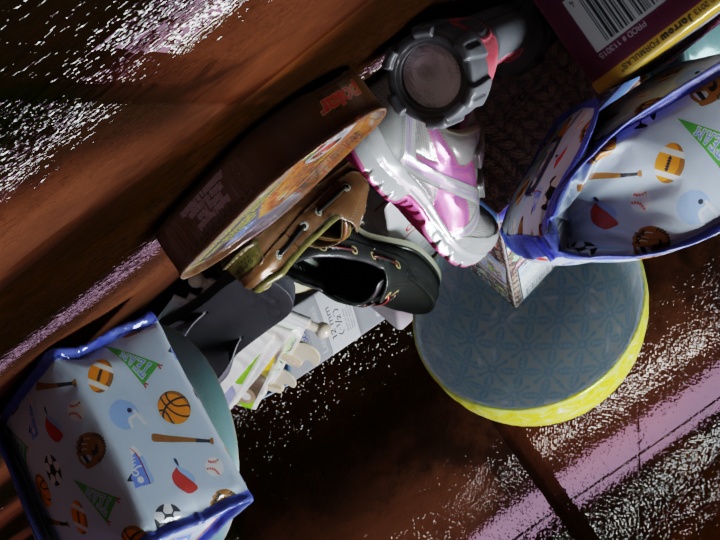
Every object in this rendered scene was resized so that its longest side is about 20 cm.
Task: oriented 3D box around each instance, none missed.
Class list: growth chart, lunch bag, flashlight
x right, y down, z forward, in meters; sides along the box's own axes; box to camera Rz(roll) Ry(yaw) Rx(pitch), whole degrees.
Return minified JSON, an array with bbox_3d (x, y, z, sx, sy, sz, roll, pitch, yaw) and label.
[{"bbox_3d":[-0.124,0.072,1.774,0.200,0.144,0.018,-42,-152,43],"label":"growth chart"},{"bbox_3d":[-0.199,0.159,1.632,0.123,0.171,0.200,-18,164,-35],"label":"lunch bag"},{"bbox_3d":[0.077,-0.141,1.409,0.067,0.069,0.200,-9,-172,22],"label":"flashlight"},{"bbox_3d":[0.195,-0.069,1.476,0.199,0.125,0.170,-30,-176,-4],"label":"lunch bag"}]

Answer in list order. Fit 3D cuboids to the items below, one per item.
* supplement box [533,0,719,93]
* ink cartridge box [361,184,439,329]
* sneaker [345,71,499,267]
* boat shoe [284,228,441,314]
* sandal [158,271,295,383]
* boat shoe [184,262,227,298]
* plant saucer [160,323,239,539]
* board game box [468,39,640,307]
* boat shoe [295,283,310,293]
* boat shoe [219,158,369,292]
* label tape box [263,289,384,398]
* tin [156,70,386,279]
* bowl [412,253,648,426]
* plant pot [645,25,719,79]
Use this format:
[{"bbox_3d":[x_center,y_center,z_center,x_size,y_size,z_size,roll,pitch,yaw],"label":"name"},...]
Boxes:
[{"bbox_3d":[0.211,-0.209,1.476,0.131,0.104,0.200,-37,176,24],"label":"supplement box"},{"bbox_3d":[0.044,-0.053,1.783,0.116,0.067,0.201,-42,154,-18],"label":"ink cartridge box"},{"bbox_3d":[0.055,-0.074,1.478,0.088,0.081,0.200,-45,145,2],"label":"sneaker"},{"bbox_3d":[-0.002,0.001,1.684,0.073,0.064,0.201,-21,151,28],"label":"boat shoe"},{"bbox_3d":[-0.127,0.060,1.716,0.200,0.076,0.043,-46,-155,42],"label":"sandal"},{"bbox_3d":[-0.111,0.027,1.796,0.200,0.073,0.065,-42,-172,46],"label":"boat shoe"},{"bbox_3d":[-0.170,0.144,1.718,0.027,0.202,0.200,-8,158,-41],"label":"plant saucer"},{"bbox_3d":[0.133,-0.090,1.668,0.159,0.097,0.200,-46,159,-11],"label":"board game box"},{"bbox_3d":[-0.015,-0.030,1.871,0.066,0.072,0.200,-32,175,32],"label":"boat shoe"},{"bbox_3d":[-0.030,-0.047,1.534,0.199,0.068,0.072,-35,175,-35],"label":"boat shoe"},{"bbox_3d":[-0.088,0.054,1.930,0.142,0.067,0.199,-6,-164,40],"label":"label tape box"},{"bbox_3d":[-0.060,-0.060,1.354,0.112,0.042,0.200,-39,178,-42],"label":"tin"},{"bbox_3d":[0.151,0.053,1.771,0.199,0.200,0.108,-36,142,-4],"label":"bowl"},{"bbox_3d":[0.308,-0.223,1.673,0.186,0.202,0.200,-20,174,-7],"label":"plant pot"}]
